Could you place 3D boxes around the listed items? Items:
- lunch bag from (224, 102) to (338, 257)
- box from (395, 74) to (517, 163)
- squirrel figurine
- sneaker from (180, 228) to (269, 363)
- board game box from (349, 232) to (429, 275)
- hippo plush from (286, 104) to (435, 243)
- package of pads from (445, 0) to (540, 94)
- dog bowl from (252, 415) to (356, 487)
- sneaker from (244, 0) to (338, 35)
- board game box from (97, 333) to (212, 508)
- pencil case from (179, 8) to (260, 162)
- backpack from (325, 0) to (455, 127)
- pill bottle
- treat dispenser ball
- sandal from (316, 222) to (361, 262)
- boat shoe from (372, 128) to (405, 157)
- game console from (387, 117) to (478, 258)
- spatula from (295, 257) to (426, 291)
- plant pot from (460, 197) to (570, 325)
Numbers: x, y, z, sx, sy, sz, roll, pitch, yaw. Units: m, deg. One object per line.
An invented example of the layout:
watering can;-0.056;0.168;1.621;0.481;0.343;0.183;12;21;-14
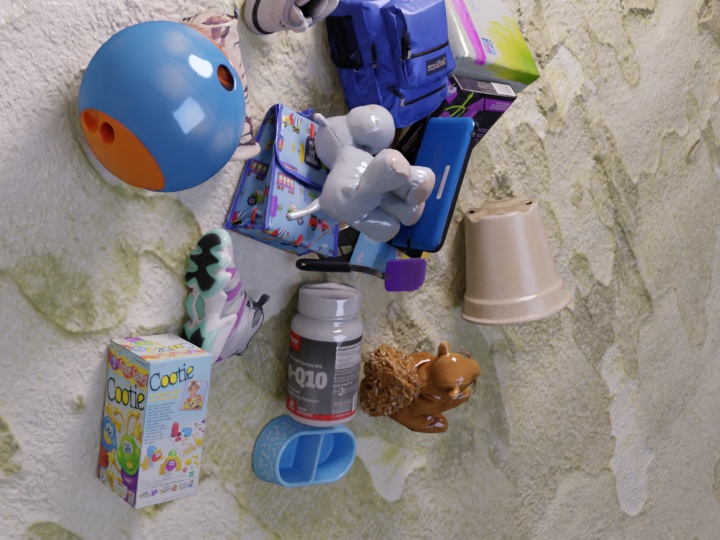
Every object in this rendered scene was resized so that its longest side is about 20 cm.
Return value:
lunch bag;-0.095;-0.136;1.536;0.150;0.093;0.203;20;78;-46
box;0.141;-0.222;1.688;0.142;0.036;0.200;-3;145;-44
squirrel figurine;0.098;0.188;1.753;0.197;0.186;0.144;2;74;-25
sneaker;-0.180;0.033;1.509;0.139;0.077;0.203;-7;118;-46
board game box;0.068;-0.072;1.684;0.199;0.040;0.155;-4;117;-61
hippo plush;0.000;-0.141;1.506;0.198;0.163;0.159;-24;147;13
package of pads;0.183;-0.370;1.683;0.198;0.068;0.156;4;59;-46
dog bowl;-0.083;0.294;1.714;0.198;0.049;0.113;5;100;-47
sneaker;-0.070;-0.403;1.428;0.075;0.114;0.202;37;78;-46
board game box;-0.280;0.200;1.439;0.104;0.102;0.203;-3;107;-44
pencil case;-0.183;-0.241;1.398;0.090;0.077;0.203;-50;139;-54
backpack;0.049;-0.311;1.546;0.161;0.167;0.203;-25;119;-30
pill bottle;-0.055;0.127;1.636;0.113;0.113;0.203;-10;111;-43
treat dispenser ball;-0.236;-0.195;1.269;0.199;0.199;0.204;-18;117;-40
sandal;-0.007;-0.072;1.657;0.200;0.057;0.081;-39;146;-41
boat shoe;0.025;-0.177;1.634;0.201;0.076;0.072;-56;135;-16
game console;0.126;-0.115;1.584;0.117;0.170;0.203;20;85;-35
spatula;0.000;0.000;1.592;0.021;0.196;0.057;-78;174;-62
plant pot;0.261;-0.024;1.868;0.199;0.199;0.187;-22;108;-39
